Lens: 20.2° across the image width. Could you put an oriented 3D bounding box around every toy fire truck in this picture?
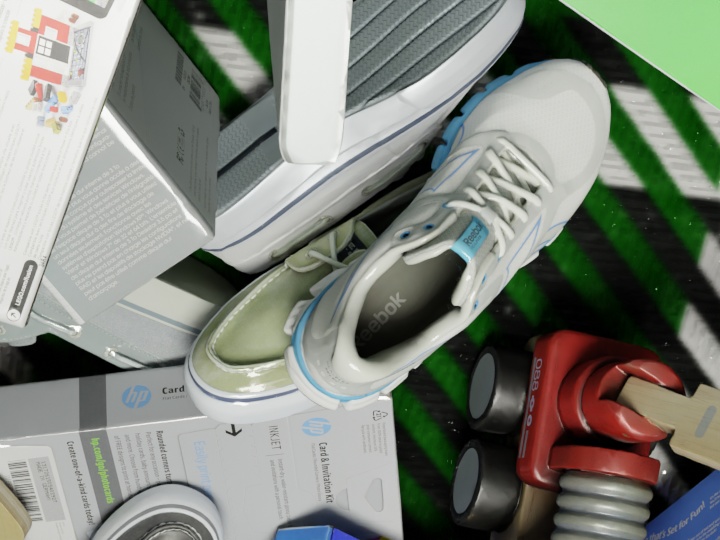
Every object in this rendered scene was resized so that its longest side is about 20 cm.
[{"bbox_3d":[0.133,0.119,0.971,0.128,0.200,0.176,14,79,-14],"label":"toy fire truck"}]

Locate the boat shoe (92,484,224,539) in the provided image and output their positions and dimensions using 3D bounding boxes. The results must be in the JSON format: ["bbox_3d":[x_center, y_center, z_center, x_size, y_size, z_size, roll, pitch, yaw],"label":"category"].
[{"bbox_3d":[-0.129,0.199,1.004,0.070,0.066,0.200,31,108,-18],"label":"boat shoe"}]

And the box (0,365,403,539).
[{"bbox_3d":[-0.080,0.109,1.031,0.200,0.041,0.156,-6,138,0],"label":"box"}]

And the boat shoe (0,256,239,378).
[{"bbox_3d":[-0.157,0.007,0.984,0.201,0.070,0.072,23,107,-19],"label":"boat shoe"}]

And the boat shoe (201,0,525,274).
[{"bbox_3d":[-0.001,-0.073,0.969,0.200,0.074,0.067,-33,140,13],"label":"boat shoe"}]

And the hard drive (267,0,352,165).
[{"bbox_3d":[-0.022,-0.144,0.847,0.026,0.200,0.132,2,116,-5],"label":"hard drive"}]

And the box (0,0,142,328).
[{"bbox_3d":[-0.151,-0.083,0.786,0.110,0.035,0.200,18,115,-13],"label":"box"}]

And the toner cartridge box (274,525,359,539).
[{"bbox_3d":[0.030,0.210,1.058,0.043,0.095,0.200,-12,147,44],"label":"toner cartridge box"}]

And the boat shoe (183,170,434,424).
[{"bbox_3d":[0.000,0.000,0.968,0.200,0.072,0.062,-32,149,-16],"label":"boat shoe"}]

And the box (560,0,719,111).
[{"bbox_3d":[0.126,-0.157,0.868,0.200,0.177,0.097,31,110,-18],"label":"box"}]

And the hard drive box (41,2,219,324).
[{"bbox_3d":[-0.150,-0.101,0.884,0.077,0.156,0.200,-32,114,12],"label":"hard drive box"}]

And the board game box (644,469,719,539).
[{"bbox_3d":[0.175,0.178,1.027,0.045,0.135,0.200,27,134,-16],"label":"board game box"}]

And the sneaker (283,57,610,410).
[{"bbox_3d":[0.051,-0.017,0.904,0.075,0.087,0.200,41,79,-7],"label":"sneaker"}]

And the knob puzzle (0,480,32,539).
[{"bbox_3d":[-0.253,0.105,1.013,0.219,0.030,0.220,11,131,13],"label":"knob puzzle"}]
